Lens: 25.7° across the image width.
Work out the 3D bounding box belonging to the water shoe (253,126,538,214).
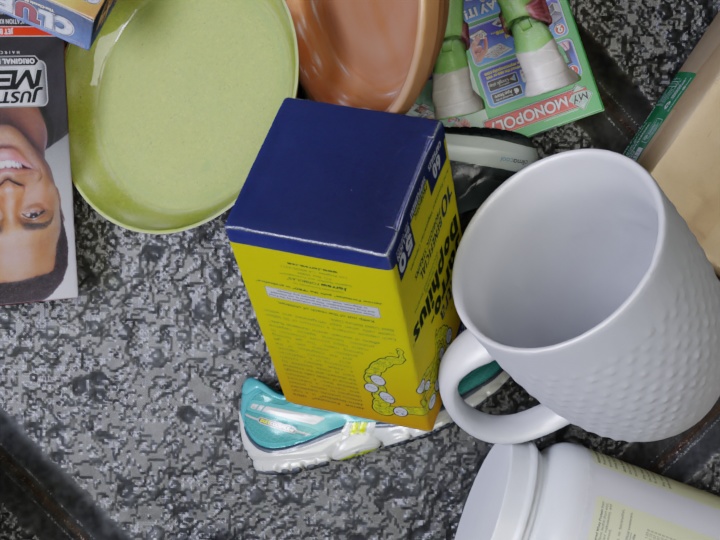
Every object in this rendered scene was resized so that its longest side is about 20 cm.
[{"bbox_3d":[0.023,-0.059,1.075,0.198,0.072,0.080,3,100,-1],"label":"water shoe"}]

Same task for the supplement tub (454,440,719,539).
[{"bbox_3d":[0.174,0.206,1.099,0.199,0.145,0.146,20,94,-5],"label":"supplement tub"}]

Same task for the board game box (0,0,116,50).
[{"bbox_3d":[-0.243,-0.244,1.050,0.199,0.035,0.136,24,58,-3],"label":"board game box"}]

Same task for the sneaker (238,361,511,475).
[{"bbox_3d":[0.010,0.087,1.117,0.198,0.078,0.080,-15,87,-2],"label":"sneaker"}]

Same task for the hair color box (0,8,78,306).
[{"bbox_3d":[-0.252,-0.078,1.070,0.101,0.061,0.202,-7,98,-37],"label":"hair color box"}]

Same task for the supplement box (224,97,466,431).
[{"bbox_3d":[0.000,0.000,1.022,0.109,0.201,0.109,10,57,18],"label":"supplement box"}]

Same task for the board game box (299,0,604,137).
[{"bbox_3d":[0.057,-0.143,1.118,0.199,0.029,0.136,-19,97,-1],"label":"board game box"}]

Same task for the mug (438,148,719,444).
[{"bbox_3d":[0.143,0.044,1.030,0.199,0.148,0.175,-33,134,13],"label":"mug"}]

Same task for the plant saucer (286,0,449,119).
[{"bbox_3d":[0.001,-0.190,1.005,0.037,0.200,0.202,-13,97,-28],"label":"plant saucer"}]

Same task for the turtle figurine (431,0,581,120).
[{"bbox_3d":[0.073,-0.207,1.059,0.143,0.200,0.195,-17,96,-25],"label":"turtle figurine"}]

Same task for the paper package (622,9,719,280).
[{"bbox_3d":[0.299,-0.079,1.101,0.190,0.103,0.201,34,93,-4],"label":"paper package"}]

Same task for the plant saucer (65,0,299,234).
[{"bbox_3d":[-0.120,-0.122,1.068,0.199,0.031,0.202,-6,79,28],"label":"plant saucer"}]
